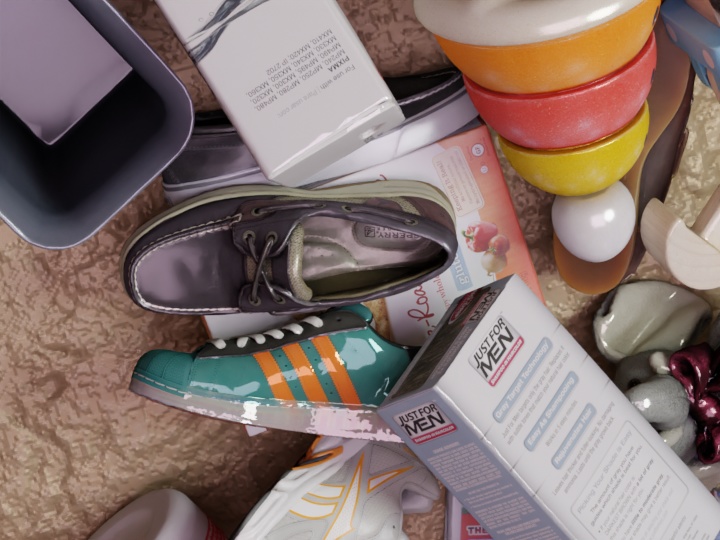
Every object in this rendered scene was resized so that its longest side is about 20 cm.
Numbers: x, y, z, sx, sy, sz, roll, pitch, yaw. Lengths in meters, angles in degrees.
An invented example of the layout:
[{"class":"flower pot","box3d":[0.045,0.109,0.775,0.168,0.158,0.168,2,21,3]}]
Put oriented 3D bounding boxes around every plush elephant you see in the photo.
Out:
[{"class":"plush elephant","box3d":[0.213,0.073,1.627,0.154,0.200,0.166,-15,80,2]}]

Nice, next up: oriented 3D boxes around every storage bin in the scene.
[{"class":"storage bin","box3d":[-0.204,-0.122,1.521,0.145,0.134,0.200,-42,107,6]}]

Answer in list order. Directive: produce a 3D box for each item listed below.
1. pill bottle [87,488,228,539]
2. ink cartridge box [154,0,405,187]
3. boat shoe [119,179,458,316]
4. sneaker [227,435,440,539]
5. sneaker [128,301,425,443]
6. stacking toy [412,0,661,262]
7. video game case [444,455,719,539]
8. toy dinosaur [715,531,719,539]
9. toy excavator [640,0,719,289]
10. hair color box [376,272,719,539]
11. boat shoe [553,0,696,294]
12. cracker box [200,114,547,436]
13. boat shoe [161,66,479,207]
[{"class":"pill bottle","box3d":[-0.087,0.239,1.662,0.112,0.112,0.200,-40,108,5]},{"class":"ink cartridge box","box3d":[-0.064,-0.150,1.496,0.084,0.145,0.201,-32,88,3]},{"class":"boat shoe","box3d":[-0.040,-0.010,1.556,0.199,0.065,0.072,-6,107,-4]},{"class":"sneaker","box3d":[-0.019,0.159,1.605,0.092,0.200,0.076,41,140,4]},{"class":"sneaker","box3d":[-0.034,0.054,1.578,0.199,0.071,0.080,7,87,-12]},{"class":"stacking toy","box3d":[0.118,-0.095,1.528,0.145,0.146,0.201,-17,121,-3]},{"class":"video game case","box3d":[0.151,0.190,1.730,0.199,0.023,0.183,-1,107,-7]},{"class":"toy dinosaur","box3d":[0.218,0.170,1.660,0.199,0.182,0.105,17,130,11]},{"class":"toy excavator","box3d":[0.226,-0.110,1.524,0.194,0.100,0.201,-31,119,-6]},{"class":"hair color box","box3d":[0.112,0.111,1.556,0.200,0.061,0.099,48,53,-14]},{"class":"boat shoe","box3d":[0.160,-0.086,1.613,0.070,0.070,0.201,23,117,18]},{"class":"cracker box","box3d":[0.000,0.000,1.629,0.199,0.058,0.135,-21,109,-1]},{"class":"boat shoe","box3d":[-0.026,-0.088,1.594,0.199,0.069,0.057,-18,108,0]}]
